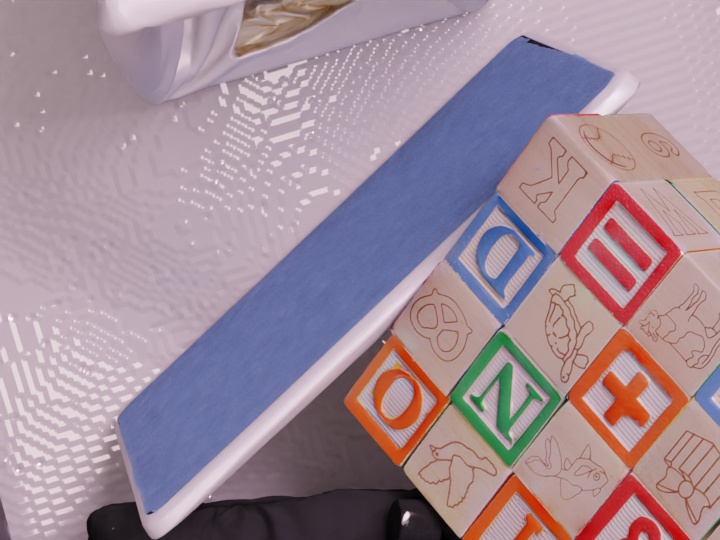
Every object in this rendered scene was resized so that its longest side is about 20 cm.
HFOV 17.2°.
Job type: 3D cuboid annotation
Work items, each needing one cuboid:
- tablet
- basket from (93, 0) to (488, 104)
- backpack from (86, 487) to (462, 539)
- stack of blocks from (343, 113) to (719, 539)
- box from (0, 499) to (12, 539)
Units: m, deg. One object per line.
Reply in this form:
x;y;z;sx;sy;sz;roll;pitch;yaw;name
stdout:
0.000;0.000;0.762;0.200;0.130;0.014;-44;105;0;tablet
-0.025;-0.134;0.720;0.135;0.200;0.124;-16;89;-3;basket
-0.018;0.175;0.755;0.166;0.126;0.201;-9;75;36;backpack
0.100;0.064;0.670;0.200;0.058;0.115;48;119;24;stack of blocks
-0.180;0.156;0.736;0.048;0.200;0.159;-10;98;38;box
